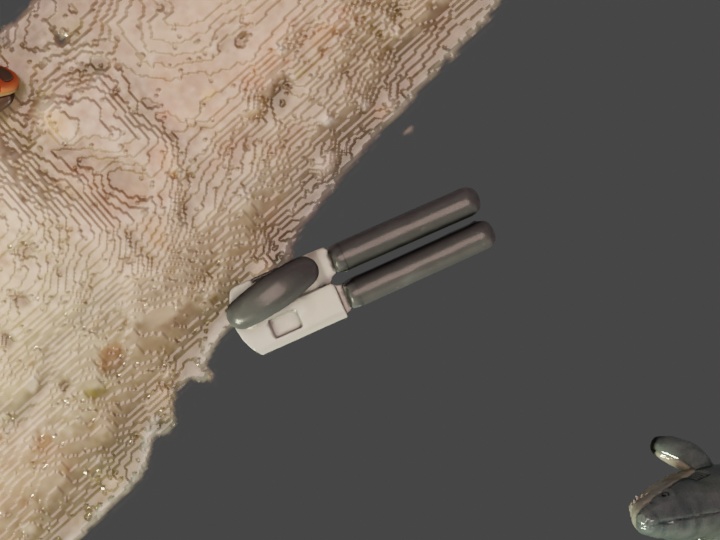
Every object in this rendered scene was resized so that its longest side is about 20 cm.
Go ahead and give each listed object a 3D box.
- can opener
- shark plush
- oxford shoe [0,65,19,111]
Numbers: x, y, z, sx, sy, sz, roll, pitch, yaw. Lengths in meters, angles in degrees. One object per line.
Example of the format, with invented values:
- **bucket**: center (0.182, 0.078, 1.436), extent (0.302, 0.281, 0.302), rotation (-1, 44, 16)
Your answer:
- **can opener**: center (0.000, 0.000, 1.491), extent (0.199, 0.067, 0.054), rotation (-24, 91, -2)
- **shark plush**: center (0.287, 0.175, 1.493), extent (0.199, 0.083, 0.091), rotation (9, 89, -2)
- **oxford shoe**: center (-0.331, -0.093, 1.477), extent (0.199, 0.071, 0.073), rotation (-20, 126, -20)
